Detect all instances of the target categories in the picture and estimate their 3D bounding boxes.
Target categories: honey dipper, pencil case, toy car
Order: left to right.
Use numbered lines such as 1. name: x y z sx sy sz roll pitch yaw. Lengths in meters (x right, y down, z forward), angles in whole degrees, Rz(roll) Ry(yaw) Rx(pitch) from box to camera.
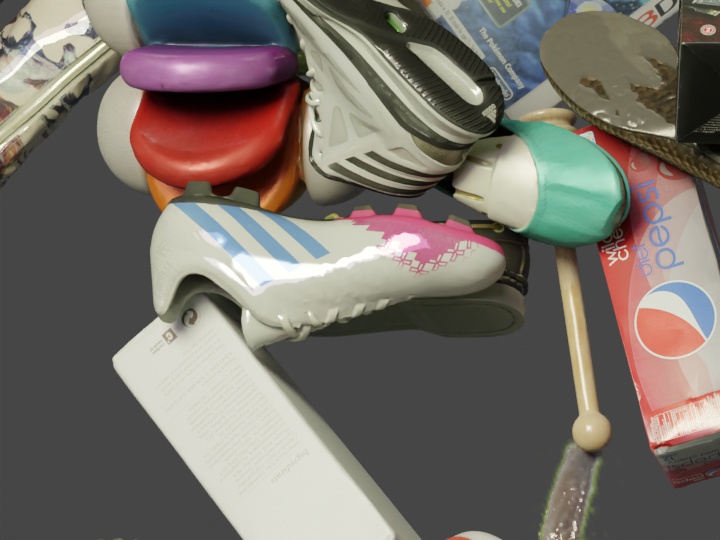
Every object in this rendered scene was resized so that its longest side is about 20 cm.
1. pencil case: -0.200 -0.125 1.547 0.200 0.078 0.089 -43 23 0
2. toy car: -0.083 -0.113 1.432 0.174 0.150 0.201 3 110 17
3. honey dipper: 0.118 0.007 1.403 0.038 0.038 0.201 -12 72 16

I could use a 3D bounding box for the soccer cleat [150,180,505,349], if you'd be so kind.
1. soccer cleat: -0.021 0.008 1.357 0.199 0.070 0.087 7 73 13

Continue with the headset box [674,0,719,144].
1. headset box: 0.244 -0.160 1.317 0.148 0.077 0.201 3 49 7

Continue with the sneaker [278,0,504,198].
1. sneaker: -0.023 -0.118 1.347 0.201 0.076 0.115 48 133 7

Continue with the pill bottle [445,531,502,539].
1. pill bottle: 0.005 0.220 1.273 0.199 0.113 0.113 -22 58 -25

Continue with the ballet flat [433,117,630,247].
1. ballet flat: 0.071 -0.057 1.383 0.200 0.070 0.068 32 120 57

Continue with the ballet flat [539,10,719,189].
1. ballet flat: 0.181 -0.080 1.338 0.200 0.046 0.067 31 76 28

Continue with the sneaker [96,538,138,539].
1. sneaker: -0.196 0.206 1.419 0.199 0.078 0.086 -7 68 18

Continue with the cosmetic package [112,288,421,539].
1. cosmetic package: -0.046 0.113 1.387 0.074 0.102 0.200 -40 60 3

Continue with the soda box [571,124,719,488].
1. soda box: 0.172 0.013 1.359 0.063 0.070 0.201 -17 63 12

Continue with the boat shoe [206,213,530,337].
1. boat shoe: 0.000 0.000 1.433 0.200 0.072 0.061 2 66 14

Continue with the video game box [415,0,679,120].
1. video game box: 0.109 -0.201 1.395 0.182 0.200 0.047 -39 40 2

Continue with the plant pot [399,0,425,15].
1. plant pot: 0.032 -0.271 1.461 0.199 0.183 0.201 -8 67 18

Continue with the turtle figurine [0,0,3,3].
1. turtle figurine: -0.209 -0.248 1.563 0.200 0.150 0.101 -44 45 16
